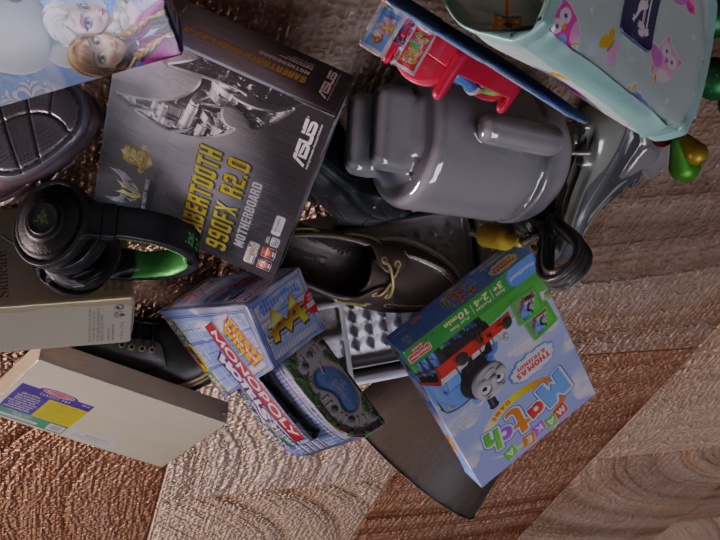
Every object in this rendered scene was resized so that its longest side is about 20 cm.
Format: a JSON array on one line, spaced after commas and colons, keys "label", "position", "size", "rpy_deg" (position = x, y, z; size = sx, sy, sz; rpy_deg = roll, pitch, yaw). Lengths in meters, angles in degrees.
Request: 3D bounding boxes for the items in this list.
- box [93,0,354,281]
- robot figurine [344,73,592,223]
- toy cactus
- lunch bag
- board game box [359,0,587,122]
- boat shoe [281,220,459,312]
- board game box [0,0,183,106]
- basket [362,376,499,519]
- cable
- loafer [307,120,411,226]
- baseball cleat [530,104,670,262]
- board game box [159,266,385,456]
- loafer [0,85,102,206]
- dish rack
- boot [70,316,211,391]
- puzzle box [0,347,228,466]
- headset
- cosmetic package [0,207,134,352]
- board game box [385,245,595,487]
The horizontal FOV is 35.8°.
[{"label": "box", "position": [-0.108, -0.093, 0.824], "size": [0.158, 0.048, 0.200], "rpy_deg": [24, 141, -3]}, {"label": "robot figurine", "position": [0.087, -0.099, 0.896], "size": [0.200, 0.113, 0.170], "rpy_deg": [6, 179, -29]}, {"label": "toy cactus", "position": [0.265, -0.168, 0.893], "size": [0.165, 0.102, 0.200], "rpy_deg": [15, 139, -1]}, {"label": "lunch bag", "position": [0.132, -0.186, 0.700], "size": [0.122, 0.200, 0.170], "rpy_deg": [-35, 141, 30]}, {"label": "board game box", "position": [0.057, -0.140, 0.748], "size": [0.200, 0.158, 0.039], "rpy_deg": [29, 106, -16]}, {"label": "boat shoe", "position": [0.000, 0.000, 0.994], "size": [0.200, 0.060, 0.072], "rpy_deg": [16, 101, -15]}, {"label": "board game box", "position": [-0.230, -0.191, 0.653], "size": [0.199, 0.043, 0.200], "rpy_deg": [-15, 133, 2]}, {"label": "basket", "position": [0.114, 0.125, 1.163], "size": [0.200, 0.180, 0.136], "rpy_deg": [-51, 178, 7]}, {"label": "cable", "position": [0.161, -0.034, 0.943], "size": [0.097, 0.200, 0.050], "rpy_deg": [-38, 117, -1]}, {"label": "loafer", "position": [-0.034, -0.081, 0.919], "size": [0.072, 0.073, 0.200], "rpy_deg": [-25, 146, 24]}, {"label": "baseball cleat", "position": [0.226, -0.076, 1.029], "size": [0.106, 0.070, 0.200], "rpy_deg": [-7, 148, -11]}, {"label": "board game box", "position": [-0.075, 0.077, 0.975], "size": [0.062, 0.200, 0.200], "rpy_deg": [-37, -179, -25]}, {"label": "loafer", "position": [-0.267, -0.086, 0.834], "size": [0.200, 0.072, 0.063], "rpy_deg": [-21, 166, 23]}, {"label": "dish rack", "position": [0.025, 0.018, 1.059], "size": [0.200, 0.044, 0.172], "rpy_deg": [-10, 108, -7]}, {"label": "boot", "position": [-0.217, 0.061, 1.066], "size": [0.200, 0.078, 0.138], "rpy_deg": [-18, 143, 4]}, {"label": "puzzle box", "position": [-0.247, 0.133, 1.089], "size": [0.200, 0.025, 0.133], "rpy_deg": [25, 140, -30]}, {"label": "headset", "position": [-0.223, -0.009, 0.839], "size": [0.200, 0.094, 0.124], "rpy_deg": [4, 164, -3]}, {"label": "cosmetic package", "position": [-0.293, 0.008, 0.921], "size": [0.200, 0.104, 0.073], "rpy_deg": [-4, 146, -18]}, {"label": "board game box", "position": [0.128, 0.091, 1.049], "size": [0.151, 0.037, 0.200], "rpy_deg": [-38, 127, -9]}]
